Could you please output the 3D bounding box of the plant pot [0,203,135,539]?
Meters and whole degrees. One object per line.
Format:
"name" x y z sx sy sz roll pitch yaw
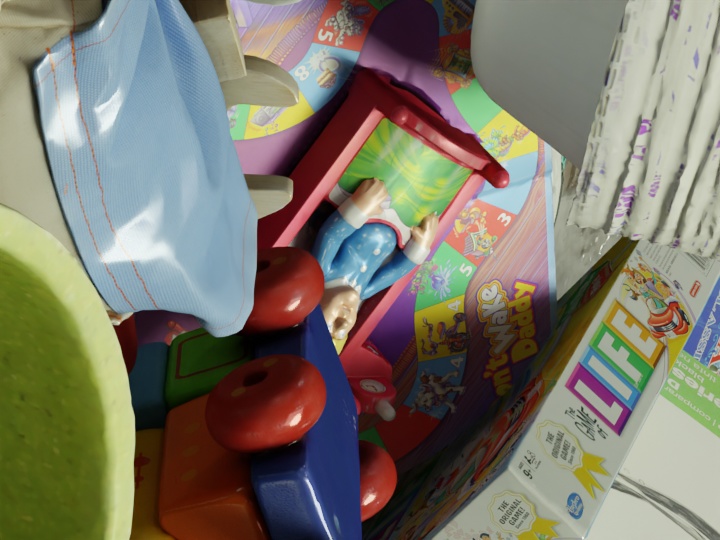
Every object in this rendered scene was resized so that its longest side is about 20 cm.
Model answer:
"plant pot" -0.178 0.049 0.586 0.200 0.183 0.202 -35 137 -41

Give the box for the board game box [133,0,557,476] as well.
"board game box" 0.000 0.000 0.909 0.157 0.039 0.201 -18 126 -19

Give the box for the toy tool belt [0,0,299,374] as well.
"toy tool belt" -0.065 -0.031 0.740 0.200 0.122 0.126 67 16 -51

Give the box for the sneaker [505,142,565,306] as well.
"sneaker" 0.055 -0.070 0.995 0.091 0.077 0.201 -30 138 -57

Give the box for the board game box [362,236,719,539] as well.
"board game box" 0.050 0.067 0.992 0.134 0.034 0.200 -46 -177 32

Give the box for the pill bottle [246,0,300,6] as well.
"pill bottle" -0.002 -0.179 0.784 0.201 0.114 0.114 -58 149 -16

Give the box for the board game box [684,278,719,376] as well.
"board game box" 0.173 0.003 1.261 0.199 0.041 0.201 14 98 -60

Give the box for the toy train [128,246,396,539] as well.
"toy train" -0.053 0.078 0.795 0.200 0.115 0.085 -92 163 -65

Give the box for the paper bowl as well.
"paper bowl" 0.095 -0.108 0.841 0.201 0.104 0.202 13 90 -86

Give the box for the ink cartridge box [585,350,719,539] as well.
"ink cartridge box" 0.075 0.132 1.043 0.146 0.084 0.200 -53 180 28
